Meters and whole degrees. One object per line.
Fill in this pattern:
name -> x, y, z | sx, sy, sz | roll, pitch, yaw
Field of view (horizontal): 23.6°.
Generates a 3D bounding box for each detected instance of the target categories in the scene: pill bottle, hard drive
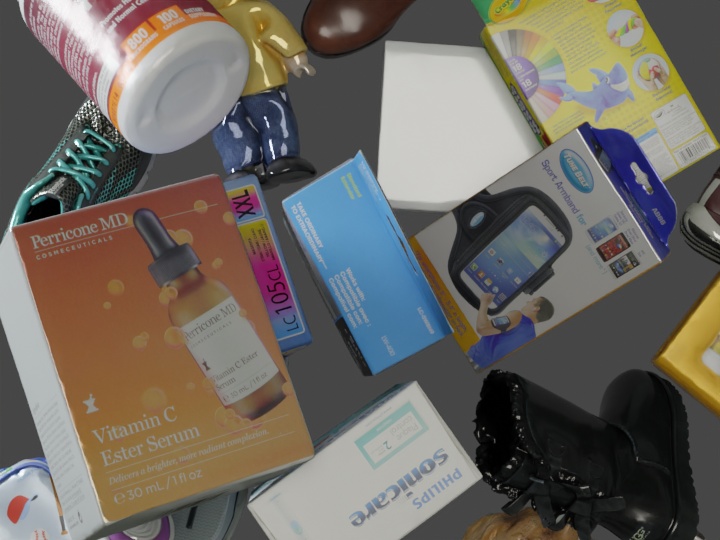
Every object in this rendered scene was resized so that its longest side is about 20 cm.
pill bottle -> -0.182, -0.192, 1.285 | 0.114, 0.114, 0.200 | -41, 65, -5
hard drive -> 0.113, -0.108, 1.365 | 0.198, 0.026, 0.133 | 4, 86, -3

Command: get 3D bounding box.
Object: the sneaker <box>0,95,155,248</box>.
sneaker -> -0.215, -0.061, 1.312 | 0.077, 0.091, 0.201 | 28, 85, -1

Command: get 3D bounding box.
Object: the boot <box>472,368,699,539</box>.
boot -> 0.159, 0.118, 1.261 | 0.162, 0.199, 0.074 | 25, 122, -17

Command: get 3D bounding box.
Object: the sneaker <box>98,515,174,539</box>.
sneaker -> -0.183, 0.171, 1.254 | 0.074, 0.200, 0.100 | 13, 119, -16

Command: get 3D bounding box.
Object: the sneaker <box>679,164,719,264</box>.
sneaker -> 0.354, -0.031, 1.321 | 0.199, 0.076, 0.116 | 30, 82, -1

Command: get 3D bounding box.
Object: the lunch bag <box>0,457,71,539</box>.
lunch bag -> -0.272, 0.238, 1.299 | 0.199, 0.076, 0.161 | -36, 86, -4

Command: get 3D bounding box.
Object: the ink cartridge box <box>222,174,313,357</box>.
ink cartridge box -> -0.153, 0.024, 1.251 | 0.199, 0.076, 0.137 | -17, 82, -22

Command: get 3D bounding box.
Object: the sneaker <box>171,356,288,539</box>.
sneaker -> -0.108, 0.128, 1.319 | 0.073, 0.071, 0.201 | 20, 68, 4

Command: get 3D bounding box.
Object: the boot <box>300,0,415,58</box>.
boot -> 0.036, -0.239, 1.283 | 0.188, 0.200, 0.069 | -30, 88, -5

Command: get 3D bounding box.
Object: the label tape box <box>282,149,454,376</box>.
label tape box -> 0.000, 0.000, 1.265 | 0.063, 0.200, 0.145 | -27, 88, -4

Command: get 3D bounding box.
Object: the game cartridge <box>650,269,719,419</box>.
game cartridge -> 0.359, 0.066, 1.364 | 0.200, 0.032, 0.177 | 38, 85, 2

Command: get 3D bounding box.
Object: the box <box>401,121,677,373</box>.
box -> 0.139, -0.022, 1.308 | 0.199, 0.041, 0.119 | -34, 89, 27

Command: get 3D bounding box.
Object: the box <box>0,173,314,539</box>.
box -> -0.142, 0.059, 1.145 | 0.151, 0.106, 0.201 | -17, 82, -23

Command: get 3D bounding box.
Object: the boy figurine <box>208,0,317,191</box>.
boy figurine -> -0.098, -0.161, 1.339 | 0.124, 0.064, 0.201 | -17, 83, 22

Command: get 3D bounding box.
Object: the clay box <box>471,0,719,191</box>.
clay box -> 0.177, -0.151, 1.335 | 0.114, 0.048, 0.201 | -29, 88, -3

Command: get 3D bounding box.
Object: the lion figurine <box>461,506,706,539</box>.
lion figurine -> 0.177, 0.230, 1.324 | 0.199, 0.073, 0.123 | 30, 102, -6

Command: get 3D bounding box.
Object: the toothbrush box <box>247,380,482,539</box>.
toothbrush box -> -0.001, 0.156, 1.255 | 0.146, 0.200, 0.086 | -36, 89, -4
